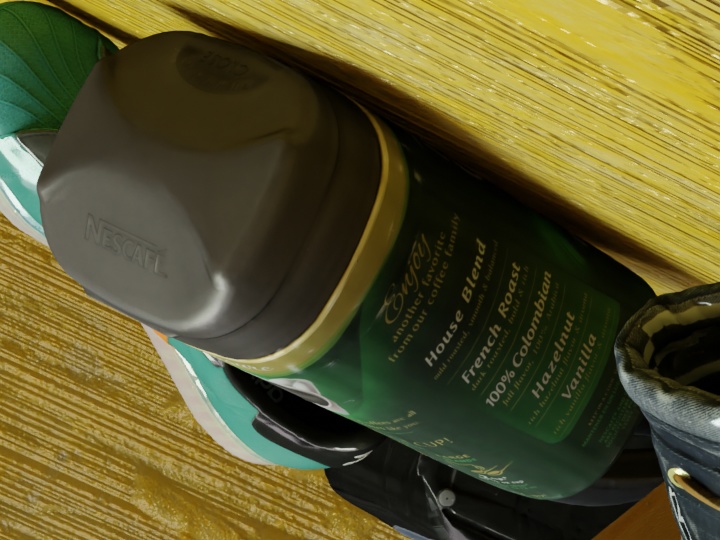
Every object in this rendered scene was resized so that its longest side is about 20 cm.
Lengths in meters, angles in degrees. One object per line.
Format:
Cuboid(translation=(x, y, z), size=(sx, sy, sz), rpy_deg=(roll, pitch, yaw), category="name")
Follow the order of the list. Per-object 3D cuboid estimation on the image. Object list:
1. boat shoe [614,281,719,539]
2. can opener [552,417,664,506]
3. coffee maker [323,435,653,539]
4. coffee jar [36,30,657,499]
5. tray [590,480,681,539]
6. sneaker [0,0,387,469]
Cuboid(translation=(0.156, 0.052, 0.694), size=(0.200, 0.071, 0.091), rpy_deg=(3, 136, 37), category="boat shoe")
Cuboid(translation=(0.121, 0.065, 1.086), size=(0.079, 0.063, 0.200), rpy_deg=(-33, 153, 33), category="can opener")
Cuboid(translation=(0.057, 0.063, 1.252), size=(0.192, 0.135, 0.200), rpy_deg=(50, 169, -13), category="coffee maker")
Cuboid(translation=(0.000, 0.000, 0.840), size=(0.104, 0.085, 0.200), rpy_deg=(24, 178, 41), category="coffee jar")
Cuboid(translation=(0.117, 0.094, 0.790), size=(0.099, 0.200, 0.037), rpy_deg=(22, 132, 38), category="tray")
Cuboid(translation=(-0.056, -0.013, 0.935), size=(0.200, 0.071, 0.080), rpy_deg=(50, 156, -21), category="sneaker")
